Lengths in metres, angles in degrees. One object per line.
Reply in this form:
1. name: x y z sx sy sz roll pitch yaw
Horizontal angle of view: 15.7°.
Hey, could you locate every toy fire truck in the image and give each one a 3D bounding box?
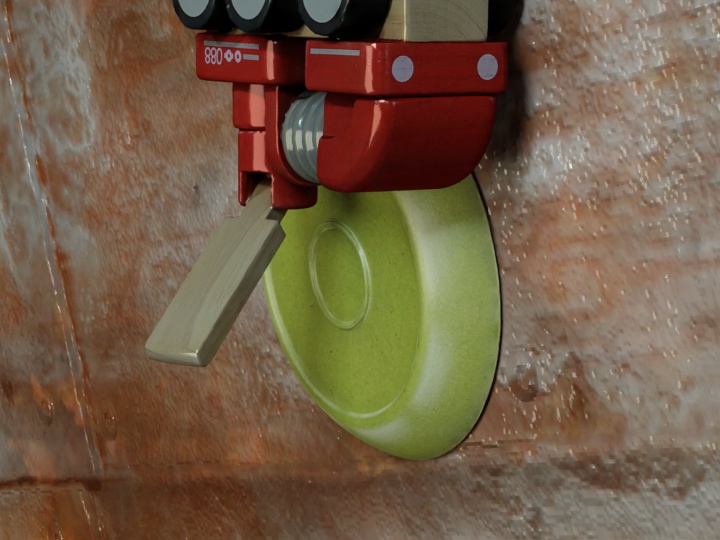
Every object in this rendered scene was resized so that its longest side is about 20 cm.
1. toy fire truck: -0.024 -0.056 1.218 0.176 0.128 0.202 10 102 55

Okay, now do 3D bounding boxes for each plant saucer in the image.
1. plant saucer: 0.000 0.000 1.314 0.200 0.031 0.201 26 122 51
